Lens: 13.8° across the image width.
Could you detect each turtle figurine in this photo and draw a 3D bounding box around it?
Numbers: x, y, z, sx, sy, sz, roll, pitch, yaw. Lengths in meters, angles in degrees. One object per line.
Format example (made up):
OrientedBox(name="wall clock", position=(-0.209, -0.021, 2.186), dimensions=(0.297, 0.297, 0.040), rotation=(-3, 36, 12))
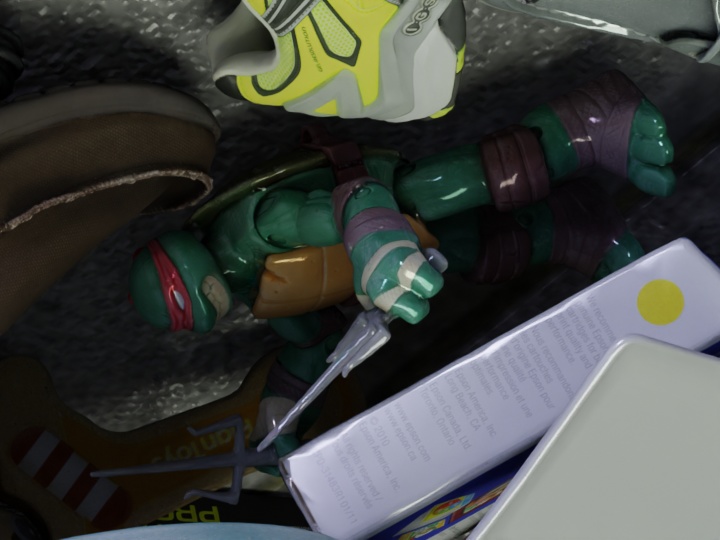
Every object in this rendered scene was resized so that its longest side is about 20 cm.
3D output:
OrientedBox(name="turtle figurine", position=(0.000, 0.000, 0.970), dimensions=(0.200, 0.101, 0.150), rotation=(-20, 169, -16))

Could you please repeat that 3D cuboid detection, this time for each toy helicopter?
OrientedBox(name="toy helicopter", position=(-0.085, 0.086, 1.035), dimensions=(0.200, 0.132, 0.079), rotation=(-22, 169, -18))

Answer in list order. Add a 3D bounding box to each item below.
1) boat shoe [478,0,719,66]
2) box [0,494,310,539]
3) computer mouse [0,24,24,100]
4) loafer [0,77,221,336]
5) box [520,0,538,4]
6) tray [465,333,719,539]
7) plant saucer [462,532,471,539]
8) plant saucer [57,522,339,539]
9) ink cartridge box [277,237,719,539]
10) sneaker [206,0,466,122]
OrientedBox(name="boat shoe", position=(0.128, -0.096, 0.922), dimensions=(0.201, 0.072, 0.070), rotation=(-3, 138, -13))
OrientedBox(name="box", position=(-0.106, 0.163, 1.165), dimensions=(0.160, 0.044, 0.200), rotation=(6, 135, -22))
OrientedBox(name="computer mouse", position=(-0.103, -0.118, 0.853), dimensions=(0.110, 0.044, 0.200), rotation=(24, 127, -34))
OrientedBox(name="loafer", position=(-0.126, -0.006, 0.907), dimensions=(0.200, 0.071, 0.073), rotation=(-17, 174, -34))
OrientedBox(name="box", position=(0.137, -0.171, 0.812), dimensions=(0.198, 0.050, 0.200), rotation=(-16, 150, -14))
OrientedBox(name="tray", position=(0.119, 0.074, 0.942), dimensions=(0.200, 0.022, 0.107), rotation=(16, 119, -40))
OrientedBox(name="plant saucer", position=(0.112, 0.087, 1.075), dimensions=(0.200, 0.051, 0.201), rotation=(-26, 171, -4))
OrientedBox(name="plant saucer", position=(-0.069, 0.115, 0.906), dimensions=(0.200, 0.036, 0.200), rotation=(-8, 159, -3))
OrientedBox(name="ink cartridge box", position=(0.078, 0.039, 1.004), dimensions=(0.200, 0.047, 0.198), rotation=(-30, 169, 1))
OrientedBox(name="sneaker", position=(-0.008, -0.114, 0.863), dimensions=(0.076, 0.075, 0.200), rotation=(-8, 137, -8))
